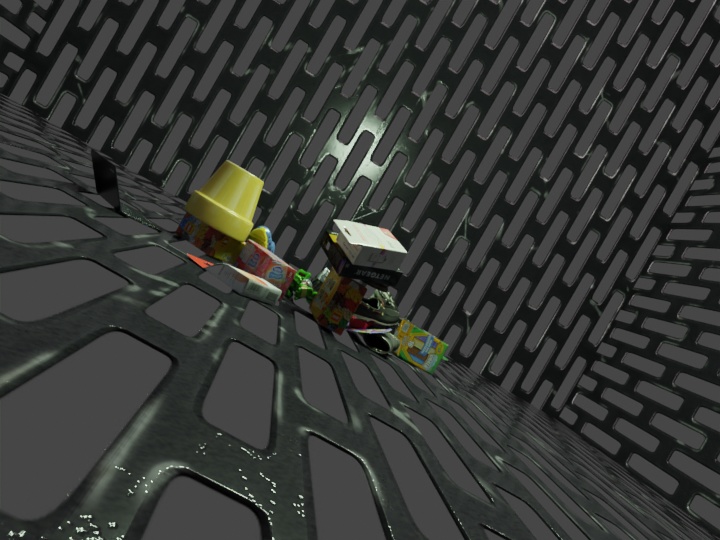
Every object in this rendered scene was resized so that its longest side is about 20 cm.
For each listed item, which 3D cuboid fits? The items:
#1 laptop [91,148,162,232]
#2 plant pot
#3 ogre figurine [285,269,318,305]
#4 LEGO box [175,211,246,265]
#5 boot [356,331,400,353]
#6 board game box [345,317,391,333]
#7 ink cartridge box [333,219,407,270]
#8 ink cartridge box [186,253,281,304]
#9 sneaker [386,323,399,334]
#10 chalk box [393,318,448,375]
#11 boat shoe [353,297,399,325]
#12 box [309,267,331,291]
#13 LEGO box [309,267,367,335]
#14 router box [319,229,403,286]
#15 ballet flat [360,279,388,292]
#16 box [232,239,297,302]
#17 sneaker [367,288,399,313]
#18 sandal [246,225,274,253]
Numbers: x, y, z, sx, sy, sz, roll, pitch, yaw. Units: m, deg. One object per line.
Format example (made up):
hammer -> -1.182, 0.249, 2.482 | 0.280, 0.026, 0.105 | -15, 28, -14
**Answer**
laptop -> -0.618, -0.209, 1.581 | 0.177, 0.104, 0.200 | 32, 1, 42
plant pot -> -0.387, -0.213, 1.776 | 0.200, 0.190, 0.201 | 31, 1, -1
ogre figurine -> -0.180, 0.056, 1.855 | 0.199, 0.099, 0.120 | 25, 10, -46
LEGO box -> -0.442, -0.091, 1.840 | 0.148, 0.078, 0.200 | 31, 0, 22
boot -> 0.037, 0.210, 1.902 | 0.181, 0.073, 0.200 | 23, 7, 18
board game box -> 0.000, 0.153, 1.863 | 0.157, 0.039, 0.200 | 2, 7, -28
ink cartridge box -> 0.014, -0.068, 1.621 | 0.199, 0.068, 0.117 | 9, 32, -38
ink cartridge box -> -0.310, 0.007, 1.488 | 0.199, 0.050, 0.162 | 35, 2, 25
sneaker -> 0.059, 0.186, 2.086 | 0.075, 0.114, 0.200 | 30, 0, -43
chalk box -> 0.218, 0.278, 2.121 | 0.199, 0.125, 0.125 | 32, -1, -18
boat shoe -> 0.047, 0.120, 1.837 | 0.200, 0.063, 0.074 | 18, 17, -34
box -> -0.095, 0.080, 1.954 | 0.157, 0.050, 0.200 | 39, -24, -7
LEGO box -> -0.069, 0.083, 1.724 | 0.077, 0.150, 0.200 | 30, 1, -15
router box -> 0.002, -0.035, 1.688 | 0.199, 0.052, 0.158 | 11, 30, -34
ballet flat -> 0.000, 0.000, 1.726 | 0.199, 0.047, 0.067 | 32, 2, 21
box -> -0.274, -0.003, 1.694 | 0.094, 0.103, 0.200 | 30, 0, -34
sneaker -> 0.065, 0.114, 1.965 | 0.200, 0.088, 0.077 | 46, 20, -60
sandal -> -0.301, -0.069, 1.858 | 0.079, 0.087, 0.201 | 39, -36, 15
